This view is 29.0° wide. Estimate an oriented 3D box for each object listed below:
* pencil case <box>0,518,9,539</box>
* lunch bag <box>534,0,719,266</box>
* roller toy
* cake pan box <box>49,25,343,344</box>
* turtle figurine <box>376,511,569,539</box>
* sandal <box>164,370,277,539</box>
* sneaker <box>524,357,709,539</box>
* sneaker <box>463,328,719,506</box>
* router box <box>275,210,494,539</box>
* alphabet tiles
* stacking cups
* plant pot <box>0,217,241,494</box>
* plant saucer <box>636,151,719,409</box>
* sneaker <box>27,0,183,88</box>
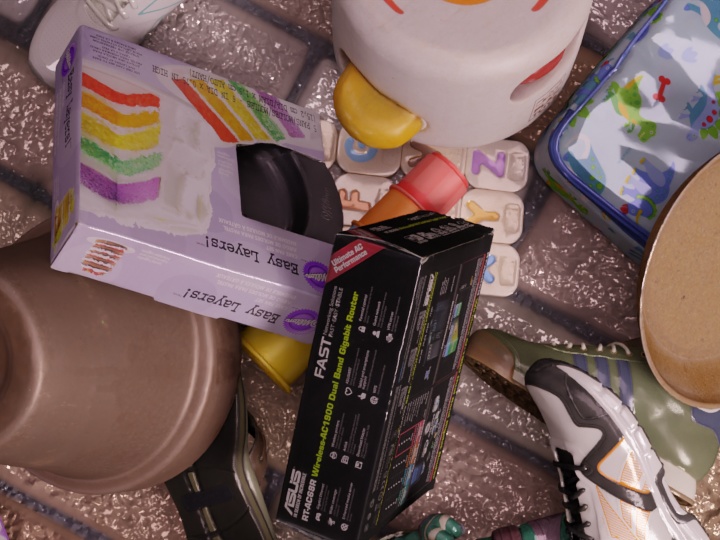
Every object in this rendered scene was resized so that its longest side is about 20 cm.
[{"bbox_3d":[-0.271,0.198,0.958,0.085,0.084,0.201,-21,83,-10],"label":"pencil case"},{"bbox_3d":[0.242,-0.107,1.021,0.161,0.082,0.200,42,84,-2],"label":"lunch bag"},{"bbox_3d":[0.070,-0.186,0.990,0.182,0.140,0.201,-1,69,-1],"label":"roller toy"},{"bbox_3d":[-0.106,-0.056,0.925,0.199,0.052,0.185,19,45,-27],"label":"cake pan box"},{"bbox_3d":[0.051,0.219,0.959,0.199,0.101,0.150,-2,117,-15],"label":"turtle figurine"},{"bbox_3d":[-0.099,0.139,0.990,0.079,0.057,0.202,-9,97,23],"label":"sandal"},{"bbox_3d":[0.163,0.150,0.926,0.080,0.074,0.200,-35,96,-10],"label":"sneaker"},{"bbox_3d":[0.175,0.081,1.004,0.200,0.067,0.090,34,79,-1],"label":"sneaker"},{"bbox_3d":[0.019,0.066,0.922,0.062,0.150,0.201,17,103,20],"label":"router box"},{"bbox_3d":[0.026,-0.048,1.038,0.195,0.015,0.201,7,83,-1],"label":"alphabet tiles"},{"bbox_3d":[0.000,0.000,0.999,0.200,0.061,0.061,-43,86,-10],"label":"stacking cups"},{"bbox_3d":[-0.201,0.055,0.902,0.199,0.174,0.201,0,90,22],"label":"plant pot"},{"bbox_3d":[0.260,-0.003,0.969,0.199,0.035,0.201,-12,114,-29],"label":"plant saucer"},{"bbox_3d":[-0.165,-0.211,1.019,0.200,0.080,0.071,-40,88,-5],"label":"sneaker"}]
